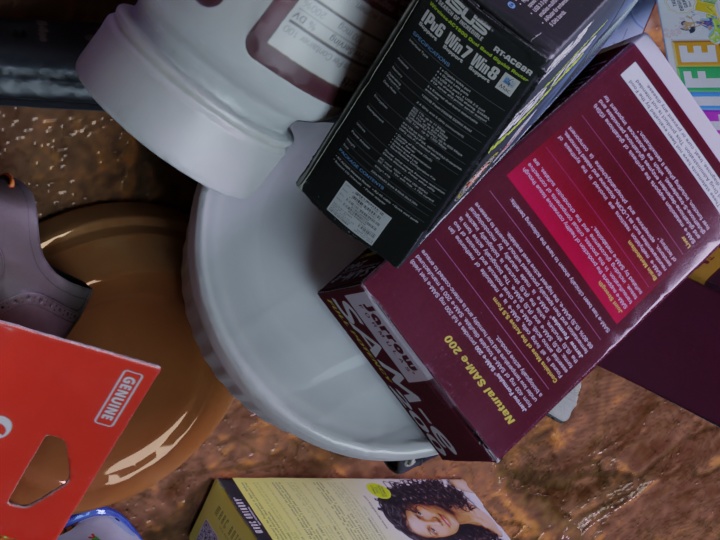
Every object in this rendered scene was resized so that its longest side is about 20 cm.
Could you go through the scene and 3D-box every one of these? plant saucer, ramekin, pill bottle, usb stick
[{"bbox_3d":[-0.141,0.057,1.036,0.200,0.037,0.200,-19,133,-22],"label":"plant saucer"},{"bbox_3d":[0.000,0.000,0.989,0.202,0.203,0.094,-20,176,-22],"label":"ramekin"},{"bbox_3d":[-0.024,-0.136,0.819,0.114,0.114,0.200,28,106,-45],"label":"pill bottle"},{"bbox_3d":[-0.085,-0.094,0.907,0.200,0.056,0.033,1,131,-16],"label":"usb stick"}]

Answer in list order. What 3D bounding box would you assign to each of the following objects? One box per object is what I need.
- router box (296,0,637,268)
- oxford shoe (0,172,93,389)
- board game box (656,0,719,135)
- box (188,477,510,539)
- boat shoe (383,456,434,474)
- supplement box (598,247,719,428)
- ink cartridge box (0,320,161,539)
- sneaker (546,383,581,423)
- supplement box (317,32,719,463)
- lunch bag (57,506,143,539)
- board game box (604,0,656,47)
[{"bbox_3d":[0.072,-0.111,0.838,0.200,0.062,0.150,-47,174,-40],"label":"router box"},{"bbox_3d":[-0.199,-0.032,0.901,0.073,0.071,0.200,-44,132,-12],"label":"oxford shoe"},{"bbox_3d":[0.195,-0.164,1.010,0.135,0.034,0.200,69,30,-44],"label":"board game box"},{"bbox_3d":[-0.002,0.169,1.197,0.200,0.075,0.050,4,123,-39],"label":"box"},{"bbox_3d":[0.006,0.057,1.115,0.063,0.073,0.200,-41,140,-4],"label":"boat shoe"},{"bbox_3d":[0.225,-0.015,1.135,0.200,0.131,0.103,-39,142,-35],"label":"supplement box"},{"bbox_3d":[-0.213,0.096,0.930,0.173,0.044,0.200,19,131,-19],"label":"ink cartridge box"},{"bbox_3d":[0.083,0.018,1.150,0.085,0.077,0.200,-57,143,1],"label":"sneaker"},{"bbox_3d":[0.090,-0.011,0.936,0.200,0.061,0.109,-41,101,-21],"label":"supplement box"},{"bbox_3d":[-0.159,0.237,1.138,0.160,0.076,0.200,-36,136,-10],"label":"lunch bag"},{"bbox_3d":[0.118,-0.144,1.075,0.103,0.019,0.200,0,123,-37],"label":"board game box"}]
